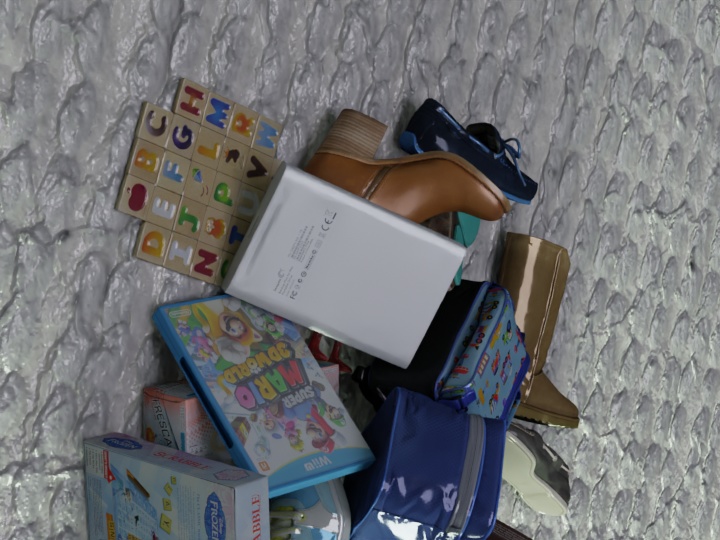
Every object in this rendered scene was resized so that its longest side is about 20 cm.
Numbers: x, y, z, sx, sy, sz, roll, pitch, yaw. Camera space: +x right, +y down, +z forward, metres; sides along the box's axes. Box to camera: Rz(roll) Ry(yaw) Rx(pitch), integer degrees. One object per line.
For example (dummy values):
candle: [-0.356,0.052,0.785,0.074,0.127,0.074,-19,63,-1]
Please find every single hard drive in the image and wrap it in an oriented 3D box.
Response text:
hard drive: [-0.014,-0.003,1.540,0.199,0.026,0.132,24,99,-22]

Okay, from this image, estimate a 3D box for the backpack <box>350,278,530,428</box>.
backpack: [0.096,0.126,1.687,0.183,0.134,0.201,-59,144,-39]

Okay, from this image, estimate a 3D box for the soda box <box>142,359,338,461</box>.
soda box: [-0.109,0.130,1.527,0.199,0.063,0.069,-10,104,-45]

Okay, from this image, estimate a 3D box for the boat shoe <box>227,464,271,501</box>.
boat shoe: [-0.125,0.223,1.520,0.201,0.066,0.072,58,43,-63]

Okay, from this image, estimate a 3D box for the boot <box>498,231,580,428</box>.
boot: [0.210,0.073,1.864,0.175,0.066,0.201,19,81,-48]

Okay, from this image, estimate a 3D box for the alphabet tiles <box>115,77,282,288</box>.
alphabet tiles: [-0.138,-0.076,1.501,0.200,0.006,0.167,22,81,-47]

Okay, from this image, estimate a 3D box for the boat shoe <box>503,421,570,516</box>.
boat shoe: [0.189,0.213,1.873,0.200,0.067,0.057,52,44,-44]

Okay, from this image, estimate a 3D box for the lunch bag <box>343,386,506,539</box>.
lunch bag: [0.060,0.215,1.558,0.132,0.200,0.136,18,59,-8]

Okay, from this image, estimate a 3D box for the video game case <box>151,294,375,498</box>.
video game case: [-0.087,0.107,1.481,0.143,0.018,0.200,-9,60,-46]

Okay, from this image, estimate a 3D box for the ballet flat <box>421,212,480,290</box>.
ballet flat: [0.079,-0.038,1.688,0.200,0.067,0.068,-62,143,-65]

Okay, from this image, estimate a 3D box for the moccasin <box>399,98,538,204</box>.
moccasin: [0.129,-0.124,1.725,0.200,0.080,0.068,22,92,-48]

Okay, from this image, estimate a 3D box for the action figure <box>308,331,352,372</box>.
action figure: [0.000,0.000,1.637,0.065,0.052,0.201,26,75,-42]

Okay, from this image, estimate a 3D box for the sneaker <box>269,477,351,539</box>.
sneaker: [-0.074,0.256,1.471,0.130,0.079,0.201,5,77,-51]

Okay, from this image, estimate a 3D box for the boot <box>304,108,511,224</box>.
boot: [0.034,-0.050,1.584,0.199,0.077,0.156,26,77,-9]

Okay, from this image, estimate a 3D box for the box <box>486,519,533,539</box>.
box: [0.129,0.320,1.575,0.075,0.100,0.200,-61,177,17]

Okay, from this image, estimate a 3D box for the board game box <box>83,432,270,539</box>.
board game box: [-0.157,0.255,1.397,0.041,0.199,0.201,-13,107,-46]
